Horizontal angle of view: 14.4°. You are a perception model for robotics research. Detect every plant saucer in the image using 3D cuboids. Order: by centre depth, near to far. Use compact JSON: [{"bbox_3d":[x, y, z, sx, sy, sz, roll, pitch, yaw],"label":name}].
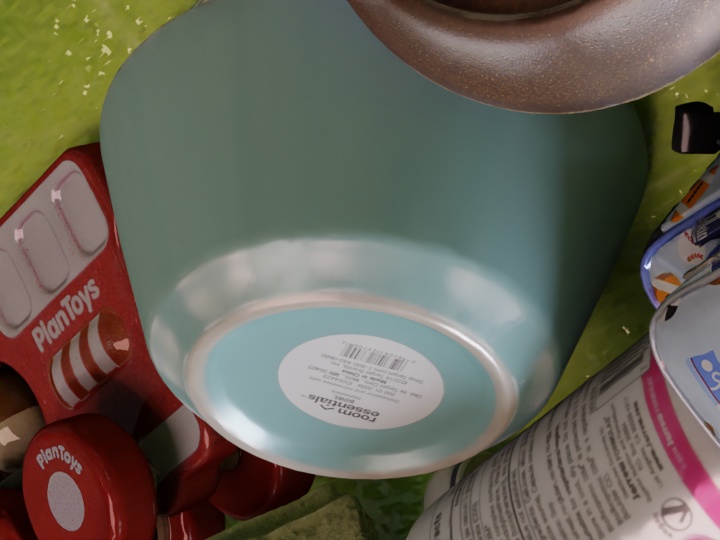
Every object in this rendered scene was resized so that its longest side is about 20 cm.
[{"bbox_3d":[0.052,-0.148,0.860,0.200,0.032,0.201,1,93,34],"label":"plant saucer"}]

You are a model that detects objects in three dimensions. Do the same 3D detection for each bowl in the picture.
[{"bbox_3d":[0.000,0.000,1.001,0.200,0.105,0.201,4,144,3],"label":"bowl"}]

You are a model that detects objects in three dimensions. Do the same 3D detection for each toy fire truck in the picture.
[{"bbox_3d":[-0.123,0.055,1.223,0.200,0.112,0.168,-39,72,48],"label":"toy fire truck"}]

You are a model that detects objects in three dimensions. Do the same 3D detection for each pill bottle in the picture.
[{"bbox_3d":[0.086,0.107,1.015,0.113,0.113,0.200,46,121,-4],"label":"pill bottle"}]

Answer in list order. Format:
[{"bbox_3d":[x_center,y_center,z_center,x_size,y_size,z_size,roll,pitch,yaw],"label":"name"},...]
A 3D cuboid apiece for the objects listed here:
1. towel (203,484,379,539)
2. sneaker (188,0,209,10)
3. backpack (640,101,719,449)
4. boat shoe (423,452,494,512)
[{"bbox_3d":[-0.041,0.184,1.098,0.148,0.200,0.037,-25,140,7],"label":"towel"},{"bbox_3d":[-0.049,-0.067,1.072,0.072,0.072,0.200,44,141,-4],"label":"sneaker"},{"bbox_3d":[0.198,0.007,0.885,0.200,0.154,0.190,46,130,-6],"label":"backpack"},{"bbox_3d":[0.096,0.151,1.117,0.062,0.072,0.200,-46,68,40],"label":"boat shoe"}]
